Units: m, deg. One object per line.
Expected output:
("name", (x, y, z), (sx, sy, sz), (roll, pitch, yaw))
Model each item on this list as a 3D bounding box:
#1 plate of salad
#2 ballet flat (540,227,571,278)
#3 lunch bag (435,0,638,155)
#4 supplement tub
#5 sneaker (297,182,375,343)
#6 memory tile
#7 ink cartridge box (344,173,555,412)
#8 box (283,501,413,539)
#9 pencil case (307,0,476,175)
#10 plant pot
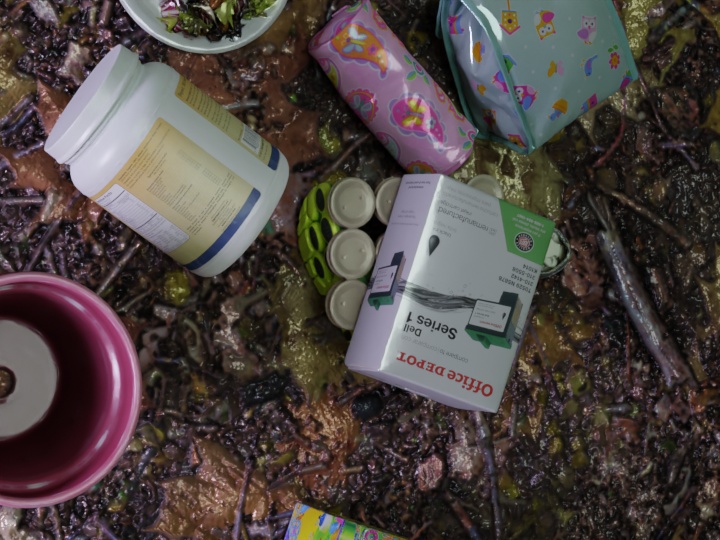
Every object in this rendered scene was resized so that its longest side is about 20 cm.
("plate of salad", (-0.153, -0.316, 1.577), (0.198, 0.048, 0.202), (0, 89, -24))
("ballet flat", (0.138, -0.036, 1.688), (0.199, 0.072, 0.073), (11, 85, -22))
("lunch bag", (0.174, -0.251, 1.663), (0.170, 0.122, 0.201), (-35, 120, -19))
("supplement tub", (-0.182, -0.104, 1.510), (0.199, 0.144, 0.145), (37, 76, -18))
("sneaker", (0.000, 0.000, 1.634), (0.083, 0.074, 0.201), (-33, 105, -33))
("memory tile", (0.056, -0.018, 1.606), (0.198, 0.017, 0.155), (-2, 93, -26))
("ink cartridge box", (0.088, 0.024, 1.567), (0.145, 0.084, 0.202), (20, 83, -24))
("box", (-0.010, 0.348, 1.555), (0.121, 0.192, 0.202), (20, 83, -21))
("pencil case", (0.035, -0.181, 1.640), (0.200, 0.087, 0.088), (47, 73, -17))
("plant pot", (-0.312, 0.101, 1.434), (0.198, 0.179, 0.202), (0, 90, -23))
